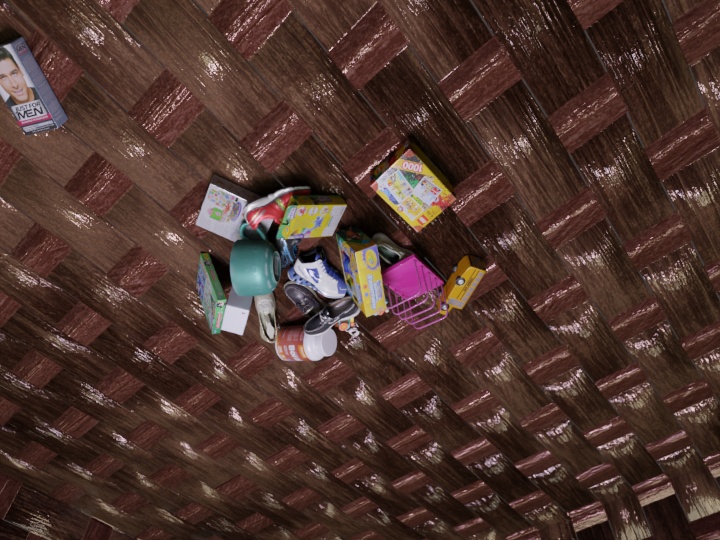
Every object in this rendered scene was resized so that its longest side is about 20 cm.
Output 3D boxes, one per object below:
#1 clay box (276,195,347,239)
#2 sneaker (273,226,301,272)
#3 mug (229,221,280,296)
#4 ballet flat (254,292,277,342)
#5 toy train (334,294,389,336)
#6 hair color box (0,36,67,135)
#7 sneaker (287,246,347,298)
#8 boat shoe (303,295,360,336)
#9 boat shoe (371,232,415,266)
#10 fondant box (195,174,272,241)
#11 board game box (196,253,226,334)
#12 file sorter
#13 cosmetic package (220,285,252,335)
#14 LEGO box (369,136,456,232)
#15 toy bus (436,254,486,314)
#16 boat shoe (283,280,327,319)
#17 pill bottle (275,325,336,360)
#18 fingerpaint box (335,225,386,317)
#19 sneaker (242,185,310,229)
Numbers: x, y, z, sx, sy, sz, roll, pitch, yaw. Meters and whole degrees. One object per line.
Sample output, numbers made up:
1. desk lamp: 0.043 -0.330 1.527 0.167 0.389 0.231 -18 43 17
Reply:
1. clay box: -0.140 -0.147 1.442 0.195 0.048 0.117 -6 137 -42
2. sneaker: -0.231 -0.033 1.577 0.079 0.074 0.204 15 126 -10
3. mug: -0.287 -0.022 1.461 0.110 0.155 0.190 -1 128 7
4. ballet flat: -0.298 0.140 1.685 0.067 0.070 0.207 -4 113 4
5. toy train: -0.003 0.151 1.725 0.148 0.057 0.201 31 121 -21
6. hair color box: -0.818 -0.444 1.282 0.095 0.062 0.205 -9 126 8
7. sneaker: -0.116 0.001 1.597 0.193 0.082 0.117 19 128 -12
8. boat shoe: -0.094 0.138 1.632 0.194 0.076 0.061 -22 145 3
9. boat shoe: 0.109 -0.035 1.579 0.196 0.063 0.072 31 122 -23
10. fondant box: -0.350 -0.159 1.494 0.195 0.059 0.146 23 124 -17
11. board game box: -0.451 0.067 1.582 0.028 0.202 0.137 -4 134 -32
12. file sorter: 0.162 0.074 1.578 0.136 0.129 0.199 -26 144 24
13. cosmetic package: -0.359 0.079 1.582 0.069 0.203 0.103 15 127 -12
14. LEGO box: 0.141 -0.229 1.424 0.148 0.078 0.198 -38 118 25
15. toy bus: 0.309 0.050 1.640 0.076 0.066 0.204 15 126 -14
16. boat shoe: -0.166 0.109 1.688 0.071 0.066 0.199 -34 121 22
17. pill bottle: -0.176 0.235 1.715 0.194 0.114 0.114 -7 131 35
18. fingerpaint box: 0.000 0.000 1.512 0.071 0.167 0.207 -18 119 -15
19. sneaker: -0.221 -0.173 1.437 0.194 0.077 0.088 -24 102 -9
